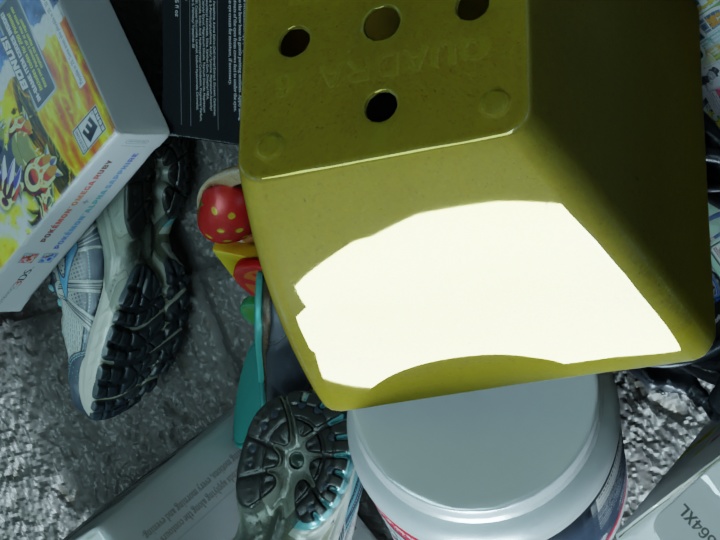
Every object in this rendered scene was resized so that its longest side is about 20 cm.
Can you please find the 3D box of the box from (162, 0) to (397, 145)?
[{"bbox_3d":[-0.033,-0.169,1.300,0.141,0.079,0.200,12,108,35],"label":"box"}]

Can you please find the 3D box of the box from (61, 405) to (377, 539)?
[{"bbox_3d":[-0.114,0.220,1.447,0.200,0.199,0.171,-39,90,35],"label":"box"}]

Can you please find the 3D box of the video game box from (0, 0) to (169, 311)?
[{"bbox_3d":[-0.209,-0.107,1.404,0.182,0.047,0.200,-47,59,39],"label":"video game box"}]

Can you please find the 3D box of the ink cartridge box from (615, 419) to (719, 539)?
[{"bbox_3d":[0.238,0.123,1.226,0.129,0.200,0.125,48,123,2],"label":"ink cartridge box"}]

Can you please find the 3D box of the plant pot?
[{"bbox_3d":[0.042,-0.072,1.102,0.200,0.176,0.200,-9,61,20],"label":"plant pot"}]

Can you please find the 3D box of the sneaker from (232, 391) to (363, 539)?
[{"bbox_3d":[-0.039,0.166,1.302,0.078,0.086,0.200,24,92,22],"label":"sneaker"}]

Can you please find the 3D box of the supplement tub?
[{"bbox_3d":[0.068,0.090,1.249,0.140,0.200,0.141,-3,71,8],"label":"supplement tub"}]

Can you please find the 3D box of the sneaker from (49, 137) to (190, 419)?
[{"bbox_3d":[-0.157,-0.009,1.454,0.086,0.078,0.200,20,111,32],"label":"sneaker"}]

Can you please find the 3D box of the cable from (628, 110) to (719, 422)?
[{"bbox_3d":[0.145,-0.019,1.215,0.200,0.051,0.163,46,143,10],"label":"cable"}]

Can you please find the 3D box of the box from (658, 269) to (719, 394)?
[{"bbox_3d":[0.153,-0.065,1.287,0.193,0.048,0.200,40,122,6],"label":"box"}]

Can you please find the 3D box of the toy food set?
[{"bbox_3d":[0.000,0.000,1.333,0.200,0.049,0.198,10,157,25],"label":"toy food set"}]

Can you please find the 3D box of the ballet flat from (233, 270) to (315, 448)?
[{"bbox_3d":[-0.033,0.057,1.345,0.073,0.073,0.200,36,155,10],"label":"ballet flat"}]

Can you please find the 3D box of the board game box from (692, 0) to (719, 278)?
[{"bbox_3d":[0.207,-0.079,1.208,0.134,0.029,0.200,-33,95,30],"label":"board game box"}]
